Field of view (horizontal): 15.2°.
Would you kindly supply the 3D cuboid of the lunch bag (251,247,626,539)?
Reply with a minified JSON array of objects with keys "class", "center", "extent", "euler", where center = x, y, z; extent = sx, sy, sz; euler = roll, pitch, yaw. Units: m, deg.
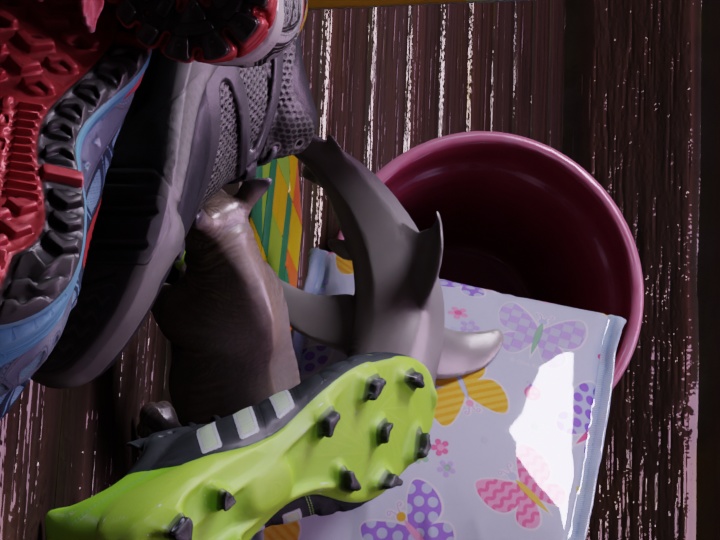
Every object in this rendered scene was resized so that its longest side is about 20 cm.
[{"class":"lunch bag","center":[0.028,0.109,1.316],"extent":[0.127,0.169,0.200],"euler":[98,4,-48]}]

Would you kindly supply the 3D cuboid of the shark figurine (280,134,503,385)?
[{"class":"shark figurine","center":[0.004,-0.019,1.258],"extent":[0.215,0.128,0.090],"euler":[65,-29,17]}]

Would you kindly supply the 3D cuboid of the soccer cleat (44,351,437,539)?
[{"class":"soccer cleat","center":[-0.047,0.079,1.131],"extent":[0.200,0.081,0.068],"euler":[-26,119,-44]}]

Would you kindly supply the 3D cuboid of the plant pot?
[{"class":"plant pot","center":[0.070,0.026,1.749],"extent":[0.179,0.200,0.200],"euler":[120,-28,-78]}]

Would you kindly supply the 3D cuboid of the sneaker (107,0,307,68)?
[{"class":"sneaker","center":[-0.084,-0.155,0.984],"extent":[0.200,0.078,0.082],"euler":[64,14,13]}]

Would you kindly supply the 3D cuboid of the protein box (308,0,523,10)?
[{"class":"protein box","center":[0.009,-0.206,1.315],"extent":[0.200,0.198,0.135],"euler":[-53,141,-74]}]

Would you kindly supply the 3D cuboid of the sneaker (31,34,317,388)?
[{"class":"sneaker","center":[-0.073,-0.039,1.068],"extent":[0.114,0.076,0.200],"euler":[37,64,-55]}]

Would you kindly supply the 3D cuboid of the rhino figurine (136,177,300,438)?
[{"class":"rhino figurine","center":[-0.063,0.020,1.185],"extent":[0.087,0.060,0.200],"euler":[30,-45,48]}]

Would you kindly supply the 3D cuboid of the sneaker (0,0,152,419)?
[{"class":"sneaker","center":[-0.128,-0.028,0.949],"extent":[0.200,0.079,0.096],"euler":[-77,-177,-47]}]

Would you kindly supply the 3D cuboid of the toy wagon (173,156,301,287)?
[{"class":"toy wagon","center":[-0.062,0.010,1.359],"extent":[0.155,0.039,0.200],"euler":[71,20,-60]}]

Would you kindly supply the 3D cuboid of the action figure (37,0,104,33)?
[{"class":"action figure","center":[-0.104,-0.158,0.858],"extent":[0.149,0.134,0.200],"euler":[-71,158,-53]}]
